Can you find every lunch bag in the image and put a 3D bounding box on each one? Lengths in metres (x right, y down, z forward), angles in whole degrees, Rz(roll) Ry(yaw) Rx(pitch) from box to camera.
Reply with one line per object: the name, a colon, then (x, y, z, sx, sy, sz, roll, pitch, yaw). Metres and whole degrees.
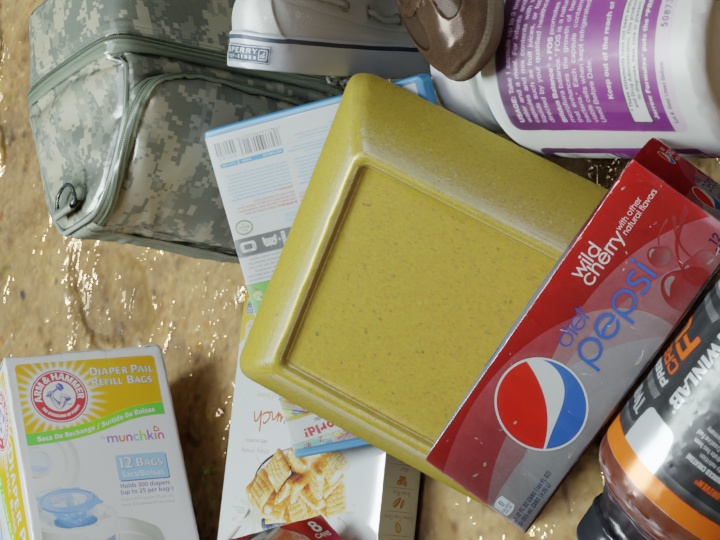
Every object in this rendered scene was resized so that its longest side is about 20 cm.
lunch bag: (-0.101, -0.086, 1.352, 0.139, 0.199, 0.169, -20, 65, 49)

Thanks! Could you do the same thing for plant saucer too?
plant saucer: (0.040, 0.021, 1.206, 0.199, 0.048, 0.201, 27, 111, 13)

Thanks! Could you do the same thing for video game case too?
video game case: (0.000, 0.000, 1.253, 0.142, 0.018, 0.201, -12, 97, 23)

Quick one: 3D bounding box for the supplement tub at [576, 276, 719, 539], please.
supplement tub: (0.191, 0.076, 1.084, 0.201, 0.107, 0.107, -56, 48, 20)

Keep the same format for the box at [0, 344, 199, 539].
box: (-0.174, 0.161, 1.407, 0.101, 0.112, 0.201, 122, 140, -56)

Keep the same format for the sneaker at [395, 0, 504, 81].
sneaker: (0.017, -0.188, 1.196, 0.071, 0.075, 0.201, -51, 44, 40)

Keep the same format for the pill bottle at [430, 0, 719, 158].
pill bottle: (0.136, -0.117, 1.178, 0.199, 0.112, 0.113, 4, 84, 45)

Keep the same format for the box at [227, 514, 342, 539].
box: (-0.069, 0.252, 1.275, 0.096, 0.099, 0.201, 47, 127, 29)

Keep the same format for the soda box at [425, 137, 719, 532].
soda box: (0.118, 0.034, 1.121, 0.070, 0.063, 0.201, 36, 111, 6)

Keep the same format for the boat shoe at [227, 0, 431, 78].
boat shoe: (-0.004, -0.157, 1.261, 0.074, 0.201, 0.087, 11, 99, 38)

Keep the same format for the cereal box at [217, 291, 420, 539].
cereal box: (-0.024, 0.114, 1.338, 0.143, 0.039, 0.202, -2, 80, 44)
